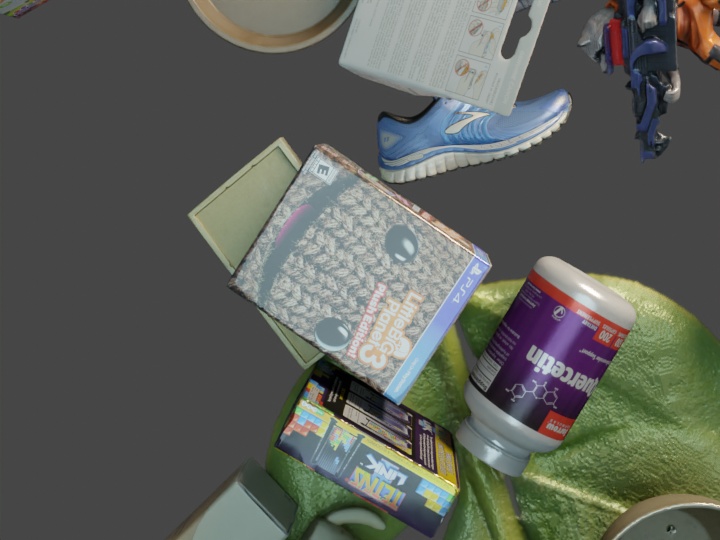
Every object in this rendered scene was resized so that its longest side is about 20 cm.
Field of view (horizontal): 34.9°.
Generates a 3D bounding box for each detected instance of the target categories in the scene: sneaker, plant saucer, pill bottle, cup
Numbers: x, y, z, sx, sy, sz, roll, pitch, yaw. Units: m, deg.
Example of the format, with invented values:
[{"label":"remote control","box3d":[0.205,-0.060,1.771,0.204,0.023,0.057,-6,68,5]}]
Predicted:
[{"label":"sneaker","box3d":[0.107,-0.147,1.111,0.197,0.079,0.090,-14,99,6]},{"label":"plant saucer","box3d":[-0.085,-0.315,1.127,0.197,0.029,0.203,1,97,5]},{"label":"pill bottle","box3d":[0.175,0.096,1.120,0.111,0.112,0.202,29,99,0]},{"label":"cup","box3d":[0.310,0.303,1.122,0.197,0.143,0.204,0,97,4]}]

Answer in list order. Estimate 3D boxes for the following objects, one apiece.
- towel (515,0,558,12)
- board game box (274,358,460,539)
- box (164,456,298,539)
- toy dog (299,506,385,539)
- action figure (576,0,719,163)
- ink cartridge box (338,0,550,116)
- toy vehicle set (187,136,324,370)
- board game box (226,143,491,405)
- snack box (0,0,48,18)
[{"label":"towel","box3d":[0.217,-0.349,1.073,0.197,0.086,0.168,-12,96,6]},{"label":"board game box","box3d":[0.010,0.163,1.096,0.164,0.200,0.057,31,97,0]},{"label":"box","box3d":[-0.162,0.296,1.180,0.078,0.095,0.200,45,97,-2]},{"label":"toy dog","box3d":[-0.014,0.365,1.172,0.200,0.139,0.194,46,62,-1]},{"label":"action figure","box3d":[0.304,-0.211,1.100,0.190,0.105,0.202,3,127,9]},{"label":"ink cartridge box","box3d":[0.088,-0.240,1.069,0.198,0.057,0.165,22,97,27]},{"label":"toy vehicle set","box3d":[-0.068,-0.016,1.165,0.124,0.027,0.201,-36,94,7]},{"label":"board game box","box3d":[0.000,0.000,1.100,0.199,0.097,0.161,33,98,-1]},{"label":"snack box","box3d":[-0.377,-0.346,1.086,0.052,0.142,0.202,-27,95,7]}]
